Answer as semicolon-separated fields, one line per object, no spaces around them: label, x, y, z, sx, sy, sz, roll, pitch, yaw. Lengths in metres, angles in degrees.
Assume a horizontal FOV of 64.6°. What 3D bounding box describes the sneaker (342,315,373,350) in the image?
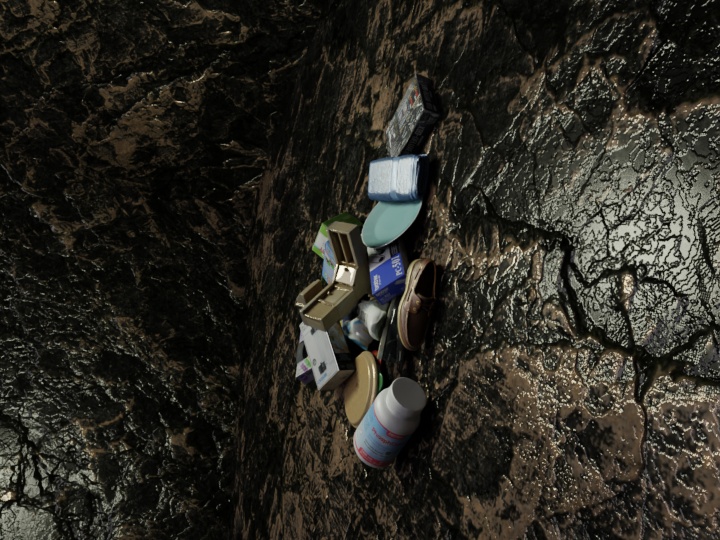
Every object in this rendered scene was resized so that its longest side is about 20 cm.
sneaker;0.002;0.161;1.555;0.082;0.076;0.200;-56;14;-7

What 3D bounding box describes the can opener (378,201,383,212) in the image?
can opener;0.077;-0.225;1.563;0.066;0.051;0.206;144;133;-59

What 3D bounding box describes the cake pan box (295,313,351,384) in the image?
cake pan box;-0.109;0.218;1.695;0.198;0.052;0.187;-34;32;28

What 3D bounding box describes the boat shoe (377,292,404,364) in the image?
boat shoe;0.091;0.121;1.343;0.072;0.066;0.205;89;-165;-63

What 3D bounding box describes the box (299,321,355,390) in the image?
box;-0.093;0.208;1.552;0.117;0.059;0.204;-46;52;40

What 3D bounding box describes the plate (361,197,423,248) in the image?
plate;0.085;-0.133;1.446;0.198;0.025;0.203;-33;35;26

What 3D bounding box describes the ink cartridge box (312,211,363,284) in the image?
ink cartridge box;-0.087;-0.065;1.784;0.147;0.075;0.203;-33;-26;-53

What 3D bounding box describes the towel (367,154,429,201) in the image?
towel;0.095;-0.232;1.444;0.198;0.048;0.115;8;92;52

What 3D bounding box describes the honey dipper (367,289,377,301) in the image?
honey dipper;0.000;0.000;1.502;0.203;0.038;0.038;59;154;-2

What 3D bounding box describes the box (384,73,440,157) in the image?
box;0.131;-0.385;1.505;0.202;0.048;0.161;122;152;-43

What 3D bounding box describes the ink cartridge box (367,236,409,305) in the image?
ink cartridge box;0.070;-0.013;1.390;0.093;0.044;0.202;-33;31;17

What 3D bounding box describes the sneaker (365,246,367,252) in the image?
sneaker;-0.013;-0.071;1.629;0.075;0.114;0.199;58;160;-4

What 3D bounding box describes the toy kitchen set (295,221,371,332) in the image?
toy kitchen set;-0.101;0.007;1.412;0.160;0.200;0.184;12;131;39

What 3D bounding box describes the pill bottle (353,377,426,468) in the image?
pill bottle;0.064;0.327;1.228;0.110;0.106;0.203;-102;30;-47

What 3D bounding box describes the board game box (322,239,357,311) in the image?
board game box;-0.054;0.019;1.628;0.153;0.036;0.201;54;158;18

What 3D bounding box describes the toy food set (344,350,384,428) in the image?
toy food set;0.011;0.306;1.469;0.199;0.047;0.204;167;112;-69

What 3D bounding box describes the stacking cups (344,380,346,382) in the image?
stacking cups;-0.066;0.259;1.685;0.200;0.059;0.062;-132;56;-65

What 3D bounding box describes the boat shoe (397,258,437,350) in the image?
boat shoe;0.128;0.071;1.242;0.067;0.070;0.206;161;121;-69

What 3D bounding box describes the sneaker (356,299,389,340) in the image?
sneaker;0.026;0.118;1.396;0.200;0.078;0.072;-64;-11;-81
